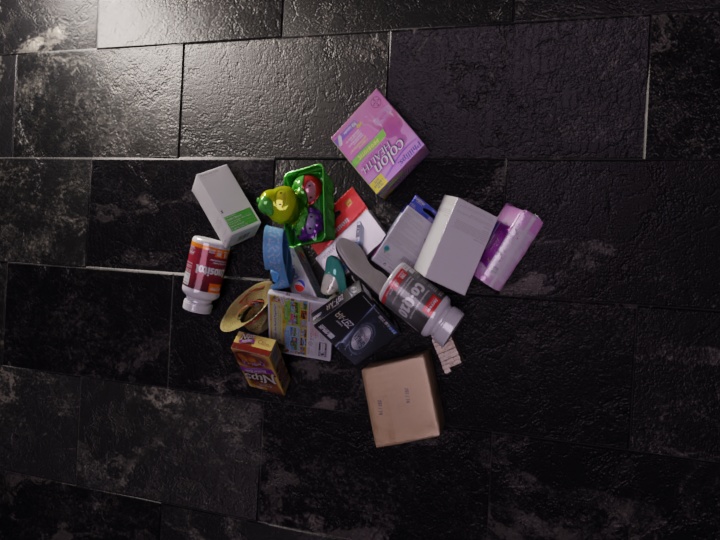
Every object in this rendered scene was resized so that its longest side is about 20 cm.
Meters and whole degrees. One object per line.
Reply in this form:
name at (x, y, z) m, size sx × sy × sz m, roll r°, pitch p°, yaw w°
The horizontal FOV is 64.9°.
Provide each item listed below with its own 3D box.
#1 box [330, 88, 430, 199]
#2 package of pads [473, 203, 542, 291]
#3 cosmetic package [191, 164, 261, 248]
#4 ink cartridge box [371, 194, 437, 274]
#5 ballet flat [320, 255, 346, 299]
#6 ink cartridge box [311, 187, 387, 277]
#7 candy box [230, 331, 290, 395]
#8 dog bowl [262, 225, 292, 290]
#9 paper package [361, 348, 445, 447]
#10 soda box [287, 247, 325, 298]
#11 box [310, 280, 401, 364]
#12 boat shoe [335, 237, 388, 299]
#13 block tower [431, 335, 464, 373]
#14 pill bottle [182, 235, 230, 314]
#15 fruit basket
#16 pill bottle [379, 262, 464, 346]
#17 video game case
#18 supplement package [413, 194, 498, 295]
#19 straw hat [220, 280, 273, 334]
box at (0.053, -0.328, 1.485) m, size 0.175 × 0.096 × 0.202 m, roll -42°, pitch 79°, yaw 11°
package of pads at (0.348, -0.058, 1.379) m, size 0.074 × 0.121 × 0.204 m, roll 30°, pitch 98°, yaw -13°
cosmetic package at (-0.378, -0.181, 1.594) m, size 0.203 × 0.106 × 0.085 m, roll 57°, pitch 145°, yaw 7°
ink cartridge box at (0.128, -0.080, 1.472) m, size 0.117 × 0.042 × 0.203 m, roll 33°, pitch 101°, yaw -8°
ballet flat at (-0.070, 0.066, 1.494) m, size 0.066 × 0.070 × 0.207 m, roll 8°, pitch 116°, yaw 37°
ink cartridge box at (-0.045, -0.095, 1.539) m, size 0.199 × 0.045 × 0.178 m, roll -41°, pitch 80°, yaw 12°
candy box at (-0.264, 0.253, 1.526) m, size 0.112 × 0.203 × 0.058 m, roll 10°, pitch 53°, yaw 16°
dog bowl at (-0.209, -0.029, 1.449) m, size 0.047 × 0.203 × 0.115 m, roll -1°, pitch 57°, yaw 1°
paper package at (0.110, 0.327, 1.458) m, size 0.184 × 0.103 × 0.208 m, roll -14°, pitch 86°, yaw 17°
soda box at (-0.170, 0.010, 1.561) m, size 0.062 × 0.068 × 0.205 m, roll -28°, pitch 82°, yaw 14°
box at (-0.009, 0.138, 1.458) m, size 0.158 × 0.201 × 0.044 m, roll -33°, pitch 38°, yaw 11°
boat shoe at (0.000, 0.000, 1.483) m, size 0.199 × 0.075 × 0.060 m, roll 42°, pitch 142°, yaw -17°
block tower at (0.205, 0.155, 1.457) m, size 0.056 × 0.054 × 0.206 m, roll -22°, pitch 84°, yaw 15°
pill bottle at (-0.445, 0.013, 1.620) m, size 0.109 × 0.113 × 0.208 m, roll 14°, pitch 94°, yaw 15°
fruit basket at (-0.162, -0.169, 1.479) m, size 0.151 × 0.214 × 0.225 m, roll -8°, pitch 87°, yaw 28°
pill bottle at (0.151, 0.085, 1.387) m, size 0.198 × 0.114 × 0.116 m, roll 37°, pitch 99°, yaw 14°
video game case at (-0.158, 0.148, 1.507) m, size 0.175 × 0.023 × 0.205 m, roll 9°, pitch 127°, yaw 4°
supplement package at (0.231, -0.065, 1.400) m, size 0.118 × 0.120 × 0.206 m, roll 22°, pitch 96°, yaw -12°
straw hat at (-0.288, 0.126, 1.566) m, size 0.196 × 0.203 × 0.086 m, roll -28°, pitch 116°, yaw 14°
